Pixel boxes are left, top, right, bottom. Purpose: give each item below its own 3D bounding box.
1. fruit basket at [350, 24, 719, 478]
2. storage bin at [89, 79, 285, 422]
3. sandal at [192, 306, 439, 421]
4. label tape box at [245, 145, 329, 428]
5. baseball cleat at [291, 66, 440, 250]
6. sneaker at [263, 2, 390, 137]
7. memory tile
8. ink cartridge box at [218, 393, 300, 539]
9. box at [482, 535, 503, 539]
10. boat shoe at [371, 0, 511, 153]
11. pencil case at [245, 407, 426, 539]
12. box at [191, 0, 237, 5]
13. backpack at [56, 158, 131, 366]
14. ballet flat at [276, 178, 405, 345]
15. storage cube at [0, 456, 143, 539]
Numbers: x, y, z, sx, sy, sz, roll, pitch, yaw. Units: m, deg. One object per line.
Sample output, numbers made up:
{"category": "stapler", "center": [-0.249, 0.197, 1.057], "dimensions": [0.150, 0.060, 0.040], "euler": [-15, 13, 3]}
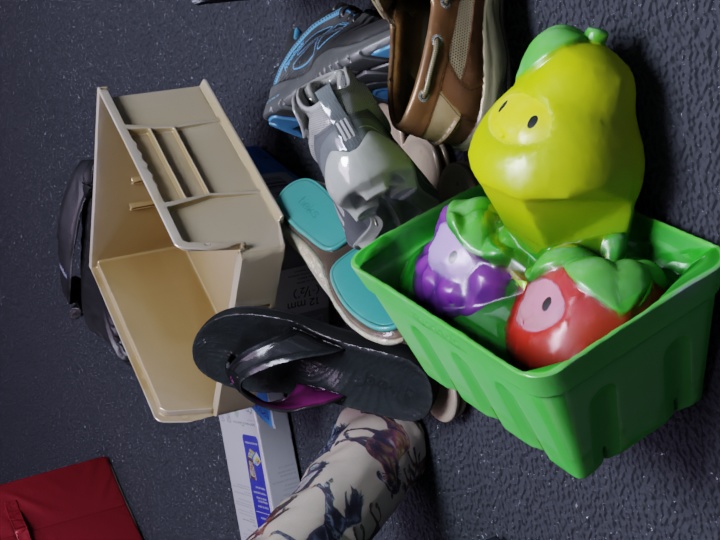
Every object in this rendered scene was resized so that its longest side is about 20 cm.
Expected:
{"category": "fruit basket", "center": [0.096, -0.021, 0.757], "dimensions": [0.216, 0.154, 0.217], "euler": [50, 158, 29]}
{"category": "storage bin", "center": [-0.144, -0.013, 1.113], "dimensions": [0.199, 0.093, 0.201], "euler": [59, 149, 36]}
{"category": "sandal", "center": [-0.042, 0.072, 0.994], "dimensions": [0.198, 0.048, 0.076], "euler": [7, 125, 25]}
{"category": "label tape box", "center": [-0.084, 0.012, 1.187], "dimensions": [0.143, 0.065, 0.202], "euler": [38, 136, 52]}
{"category": "baseball cleat", "center": [0.005, -0.071, 0.878], "dimensions": [0.200, 0.069, 0.107], "euler": [74, 172, -79]}
{"category": "sneaker", "center": [-0.005, -0.156, 0.957], "dimensions": [0.199, 0.073, 0.083], "euler": [-13, 65, 53]}
{"category": "memory tile", "center": [0.041, -0.007, 0.988], "dimensions": [0.153, 0.017, 0.202], "euler": [44, 138, 48]}
{"category": "ink cartridge box", "center": [-0.090, 0.207, 1.302], "dimensions": [0.099, 0.039, 0.203], "euler": [-3, 97, 63]}
{"category": "box", "center": [0.019, 0.311, 0.957], "dimensions": [0.124, 0.198, 0.198], "euler": [56, 146, 33]}
{"category": "boat shoe", "center": [0.045, -0.174, 0.830], "dimensions": [0.076, 0.073, 0.203], "euler": [155, 114, -62]}
{"category": "pencil case", "center": [-0.029, 0.183, 1.005], "dimensions": [0.078, 0.200, 0.089], "euler": [51, 137, -9]}
{"category": "box", "center": [-0.060, -0.299, 0.970], "dimensions": [0.148, 0.106, 0.203], "euler": [10, 108, 62]}
{"category": "backpack", "center": [-0.218, -0.024, 1.364], "dimensions": [0.166, 0.126, 0.202], "euler": [26, 122, 43]}
{"category": "ballet flat", "center": [0.000, 0.000, 1.007], "dimensions": [0.200, 0.067, 0.063], "euler": [53, 172, 46]}
{"category": "storage cube", "center": [-0.394, 0.381, 1.803], "dimensions": [0.172, 0.178, 0.201], "euler": [55, 146, 37]}
